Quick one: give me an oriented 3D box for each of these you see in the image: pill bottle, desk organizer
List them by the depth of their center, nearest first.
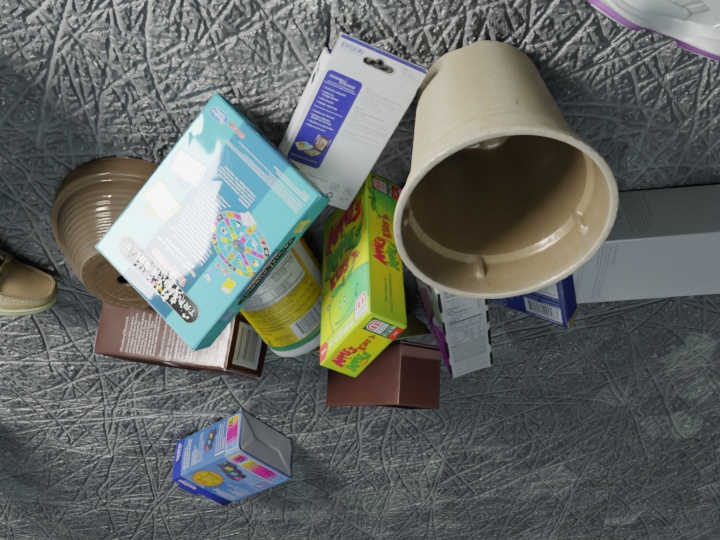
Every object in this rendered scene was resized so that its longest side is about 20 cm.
[{"bbox_3d":[-0.111,-0.004,0.837,0.110,0.114,0.202,-19,127,19],"label":"pill bottle"},{"bbox_3d":[0.026,0.146,0.971,0.070,0.079,0.198,11,165,-29],"label":"desk organizer"}]

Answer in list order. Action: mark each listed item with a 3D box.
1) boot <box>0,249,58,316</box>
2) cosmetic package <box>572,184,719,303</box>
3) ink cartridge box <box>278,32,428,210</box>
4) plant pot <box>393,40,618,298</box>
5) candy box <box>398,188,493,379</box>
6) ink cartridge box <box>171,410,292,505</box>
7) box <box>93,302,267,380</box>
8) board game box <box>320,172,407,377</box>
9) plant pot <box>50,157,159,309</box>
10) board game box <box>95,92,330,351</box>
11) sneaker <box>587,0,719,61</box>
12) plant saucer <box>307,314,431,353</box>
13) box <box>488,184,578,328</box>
[{"bbox_3d":[-0.448,-0.031,0.842,0.195,0.073,0.156,19,132,-20],"label":"boot"},{"bbox_3d":[0.339,-0.030,0.856,0.194,0.083,0.114,-4,138,1],"label":"cosmetic package"},{"bbox_3d":[-0.017,-0.155,0.741,0.097,0.040,0.201,18,136,-19],"label":"ink cartridge box"},{"bbox_3d":[0.125,-0.110,0.683,0.194,0.187,0.203,0,138,0],"label":"plant pot"},{"bbox_3d":[0.102,0.012,0.846,0.059,0.138,0.203,-17,136,-2],"label":"candy box"},{"bbox_3d":[-0.231,0.333,1.239,0.197,0.078,0.136,-27,132,27],"label":"ink cartridge box"},{"bbox_3d":[-0.227,0.088,0.910,0.194,0.077,0.100,6,168,21],"label":"box"},{"bbox_3d":[0.000,0.000,0.786,0.047,0.204,0.102,20,134,-23],"label":"board game box"},{"bbox_3d":[-0.268,-0.023,0.837,0.194,0.094,0.204,0,137,0],"label":"plant pot"},{"bbox_3d":[-0.149,-0.048,0.725,0.151,0.047,0.201,43,97,8],"label":"board game box"},{"bbox_3d":[0.274,-0.257,0.627,0.195,0.076,0.101,10,123,-19],"label":"sneaker"},{"bbox_3d":[-0.004,0.084,0.943,0.194,0.032,0.200,-9,175,-1],"label":"plant saucer"},{"bbox_3d":[0.185,-0.026,0.833,0.119,0.033,0.202,21,148,39],"label":"box"}]
